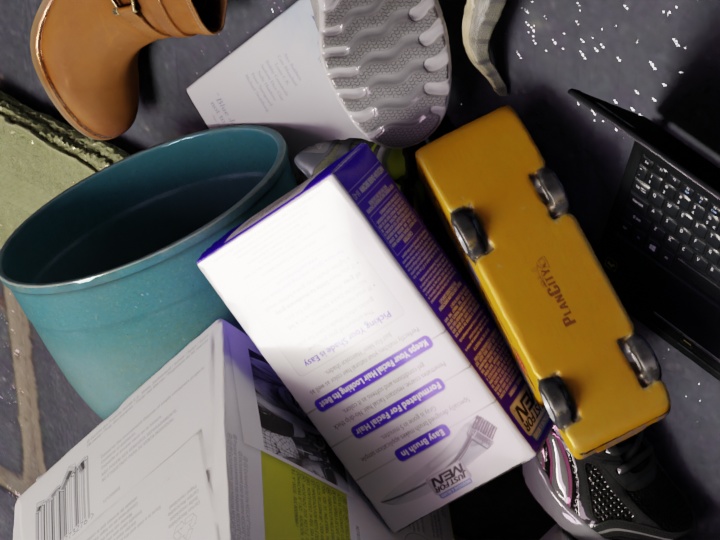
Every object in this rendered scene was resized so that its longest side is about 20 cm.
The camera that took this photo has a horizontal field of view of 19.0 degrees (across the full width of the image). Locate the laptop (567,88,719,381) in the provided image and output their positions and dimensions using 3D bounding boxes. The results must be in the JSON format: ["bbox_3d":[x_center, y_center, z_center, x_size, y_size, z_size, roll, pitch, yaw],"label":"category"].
[{"bbox_3d":[0.184,0.006,1.142,0.177,0.103,0.200,39,139,24],"label":"laptop"}]

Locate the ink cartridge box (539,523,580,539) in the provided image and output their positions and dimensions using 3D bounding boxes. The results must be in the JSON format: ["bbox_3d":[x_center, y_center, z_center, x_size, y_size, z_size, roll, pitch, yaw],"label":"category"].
[{"bbox_3d":[0.147,0.274,1.296,0.200,0.084,0.144,40,108,-10],"label":"ink cartridge box"}]

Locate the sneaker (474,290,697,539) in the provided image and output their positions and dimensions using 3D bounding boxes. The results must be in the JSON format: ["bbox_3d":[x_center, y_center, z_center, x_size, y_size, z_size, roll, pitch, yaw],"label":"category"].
[{"bbox_3d":[0.130,0.083,1.284,0.200,0.080,0.086,46,133,6],"label":"sneaker"}]

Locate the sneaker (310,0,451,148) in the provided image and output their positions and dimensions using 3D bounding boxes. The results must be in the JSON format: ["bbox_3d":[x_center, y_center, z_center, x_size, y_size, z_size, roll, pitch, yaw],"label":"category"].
[{"bbox_3d":[0.004,-0.170,1.252,0.075,0.082,0.200,-17,98,7],"label":"sneaker"}]

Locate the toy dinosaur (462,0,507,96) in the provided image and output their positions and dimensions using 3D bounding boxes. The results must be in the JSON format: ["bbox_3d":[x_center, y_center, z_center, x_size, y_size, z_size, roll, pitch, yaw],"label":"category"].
[{"bbox_3d":[0.065,-0.185,1.189,0.088,0.047,0.200,36,142,16],"label":"toy dinosaur"}]

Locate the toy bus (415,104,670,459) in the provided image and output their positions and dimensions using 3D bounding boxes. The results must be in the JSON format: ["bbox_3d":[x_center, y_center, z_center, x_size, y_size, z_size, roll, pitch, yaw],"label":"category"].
[{"bbox_3d":[0.102,0.008,1.218,0.200,0.065,0.078,63,176,13],"label":"toy bus"}]

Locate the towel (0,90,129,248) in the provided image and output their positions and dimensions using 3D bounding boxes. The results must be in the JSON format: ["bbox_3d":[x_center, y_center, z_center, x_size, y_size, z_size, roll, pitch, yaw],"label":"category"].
[{"bbox_3d":[-0.222,-0.050,1.614,0.200,0.036,0.148,25,134,34],"label":"towel"}]

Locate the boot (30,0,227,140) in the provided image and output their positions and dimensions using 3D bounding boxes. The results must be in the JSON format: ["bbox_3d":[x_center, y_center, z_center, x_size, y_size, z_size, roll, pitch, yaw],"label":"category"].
[{"bbox_3d":[-0.142,-0.169,1.419,0.155,0.077,0.200,14,119,37],"label":"boot"}]

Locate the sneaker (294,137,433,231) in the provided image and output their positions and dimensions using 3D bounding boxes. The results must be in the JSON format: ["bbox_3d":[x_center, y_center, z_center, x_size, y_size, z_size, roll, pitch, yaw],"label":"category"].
[{"bbox_3d":[0.000,0.000,1.332,0.081,0.074,0.200,13,122,18],"label":"sneaker"}]

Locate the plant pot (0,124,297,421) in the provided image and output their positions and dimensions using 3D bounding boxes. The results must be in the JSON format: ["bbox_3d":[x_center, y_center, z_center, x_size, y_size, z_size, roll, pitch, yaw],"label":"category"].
[{"bbox_3d":[-0.104,0.035,1.393,0.200,0.200,0.188,2,124,48],"label":"plant pot"}]

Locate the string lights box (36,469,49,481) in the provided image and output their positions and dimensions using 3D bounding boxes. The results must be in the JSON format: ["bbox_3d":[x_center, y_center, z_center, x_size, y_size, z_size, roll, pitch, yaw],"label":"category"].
[{"bbox_3d":[-0.146,0.206,1.658,0.200,0.103,0.059,33,137,29],"label":"string lights box"}]

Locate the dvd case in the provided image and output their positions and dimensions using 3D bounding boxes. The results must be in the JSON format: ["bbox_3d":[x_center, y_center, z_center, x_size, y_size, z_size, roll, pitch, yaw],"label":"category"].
[{"bbox_3d":[-0.026,-0.093,1.376,0.200,0.018,0.143,-30,92,53],"label":"dvd case"}]

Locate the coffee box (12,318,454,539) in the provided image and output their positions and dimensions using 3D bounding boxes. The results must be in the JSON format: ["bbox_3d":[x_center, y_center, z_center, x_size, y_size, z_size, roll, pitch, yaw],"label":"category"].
[{"bbox_3d":[-0.073,0.196,1.284,0.198,0.200,0.200,35,118,-30],"label":"coffee box"}]

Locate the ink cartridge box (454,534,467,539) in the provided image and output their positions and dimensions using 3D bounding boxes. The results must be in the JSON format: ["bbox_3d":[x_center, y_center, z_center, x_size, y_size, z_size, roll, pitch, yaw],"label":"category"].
[{"bbox_3d":[0.030,0.271,1.473,0.200,0.145,0.145,17,128,39],"label":"ink cartridge box"}]

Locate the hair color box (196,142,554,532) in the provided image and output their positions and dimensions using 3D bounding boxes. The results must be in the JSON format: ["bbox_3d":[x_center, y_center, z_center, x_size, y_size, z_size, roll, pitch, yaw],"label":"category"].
[{"bbox_3d":[0.011,0.040,1.247,0.109,0.065,0.200,-32,97,28],"label":"hair color box"}]
